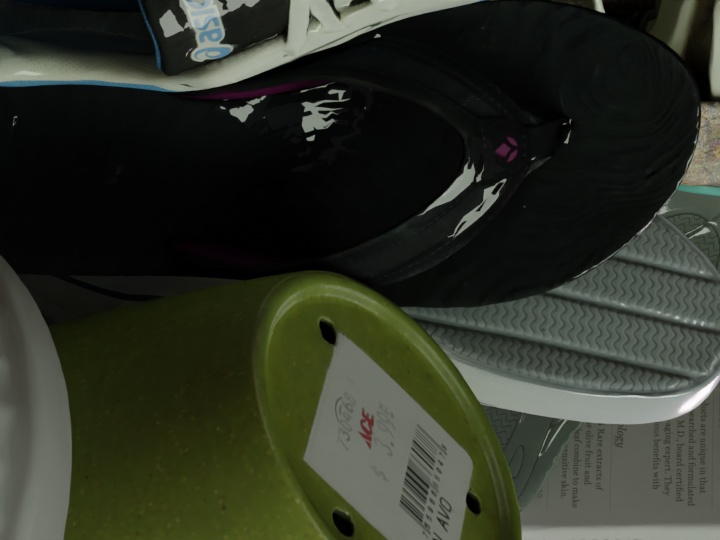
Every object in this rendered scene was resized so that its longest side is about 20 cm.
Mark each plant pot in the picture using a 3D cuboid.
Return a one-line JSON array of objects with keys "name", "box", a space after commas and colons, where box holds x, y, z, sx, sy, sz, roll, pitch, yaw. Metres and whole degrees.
[{"name": "plant pot", "box": [-0.063, 0.087, 0.697, 0.200, 0.188, 0.187, -33, 155, 29]}]

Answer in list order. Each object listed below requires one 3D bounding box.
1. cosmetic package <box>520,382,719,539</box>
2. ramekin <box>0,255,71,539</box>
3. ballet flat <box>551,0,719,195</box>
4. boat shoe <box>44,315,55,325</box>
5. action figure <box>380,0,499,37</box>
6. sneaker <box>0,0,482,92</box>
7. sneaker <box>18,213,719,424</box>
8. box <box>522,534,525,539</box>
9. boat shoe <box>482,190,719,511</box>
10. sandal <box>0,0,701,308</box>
[{"name": "cosmetic package", "box": [0.146, 0.076, 0.970, 0.199, 0.085, 0.108, -2, 149, 9]}, {"name": "ramekin", "box": [-0.168, 0.048, 0.588, 0.202, 0.202, 0.094, -42, 138, 1]}, {"name": "ballet flat", "box": [0.072, -0.059, 0.784, 0.199, 0.068, 0.067, -3, 128, -14]}, {"name": "boat shoe", "box": [-0.004, 0.013, 0.847, 0.200, 0.071, 0.091, -23, 147, -15]}, {"name": "action figure", "box": [0.035, -0.110, 0.712, 0.200, 0.055, 0.118, -30, 105, 3]}, {"name": "sneaker", "box": [-0.011, -0.075, 0.636, 0.199, 0.073, 0.072, -10, 131, 9]}, {"name": "sneaker", "box": [0.000, 0.000, 0.755, 0.071, 0.199, 0.073, 101, 6, -65]}, {"name": "box", "box": [0.028, 0.170, 0.893, 0.145, 0.036, 0.200, -64, 145, -33]}, {"name": "boat shoe", "box": [0.033, 0.031, 0.912, 0.202, 0.065, 0.074, -46, 133, 10]}, {"name": "sandal", "box": [-0.016, -0.024, 0.683, 0.199, 0.048, 0.076, -3, 101, 2]}]
